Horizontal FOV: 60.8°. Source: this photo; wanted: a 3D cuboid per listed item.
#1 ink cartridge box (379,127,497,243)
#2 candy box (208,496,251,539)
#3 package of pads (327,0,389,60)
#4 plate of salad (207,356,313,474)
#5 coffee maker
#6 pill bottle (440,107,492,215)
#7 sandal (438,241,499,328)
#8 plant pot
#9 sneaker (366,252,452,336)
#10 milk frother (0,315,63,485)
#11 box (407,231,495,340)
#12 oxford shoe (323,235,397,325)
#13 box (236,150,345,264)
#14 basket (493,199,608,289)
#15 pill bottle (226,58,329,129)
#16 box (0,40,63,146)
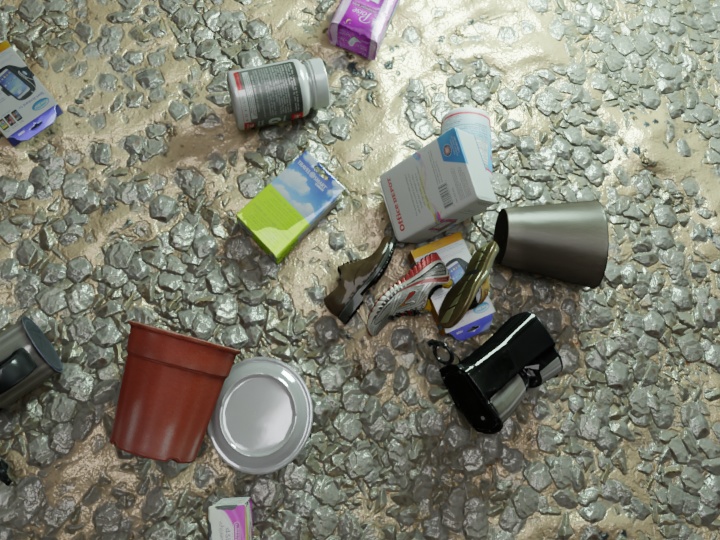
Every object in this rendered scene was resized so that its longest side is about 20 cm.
[{"bbox_3d":[0.146,-0.159,1.198,0.084,0.197,0.148,2,67,-51],"label":"ink cartridge box"},{"bbox_3d":[-0.204,0.440,0.979,0.059,0.200,0.141,-2,74,-7],"label":"candy box"},{"bbox_3d":[0.015,-0.582,1.363,0.118,0.076,0.204,21,73,2],"label":"package of pads"},{"bbox_3d":[-0.181,0.261,1.114,0.194,0.048,0.206,0,78,2],"label":"plate of salad"},{"bbox_3d":[0.257,0.165,1.137,0.198,0.134,0.196,-34,109,-26],"label":"coffee maker"},{"bbox_3d":[0.219,-0.223,1.272,0.105,0.109,0.206,3,74,-6],"label":"pill bottle"},{"bbox_3d":[0.221,0.033,1.186,0.054,0.080,0.202,41,68,-17],"label":"sandal"},{"bbox_3d":[-0.323,0.208,1.044,0.195,0.201,0.201,15,81,-3],"label":"plant pot"},{"bbox_3d":[0.091,0.058,1.171,0.199,0.078,0.083,-41,78,5],"label":"sneaker"},{"bbox_3d":[-0.593,0.223,1.038,0.186,0.180,0.203,-34,124,-15],"label":"milk frother"},{"bbox_3d":[0.186,0.037,1.231,0.116,0.042,0.205,-20,80,-13],"label":"box"},{"bbox_3d":[0.000,0.000,1.199,0.084,0.073,0.201,36,72,8],"label":"oxford shoe"},{"bbox_3d":[-0.138,-0.129,1.228,0.122,0.048,0.200,43,73,5],"label":"box"},{"bbox_3d":[0.377,-0.062,1.239,0.194,0.136,0.186,5,72,-2],"label":"basket"},{"bbox_3d":[-0.167,-0.365,1.257,0.195,0.114,0.117,-14,76,-11],"label":"pill bottle"},{"bbox_3d":[-0.686,-0.341,1.212,0.118,0.042,0.201,-39,85,-16],"label":"box"}]
